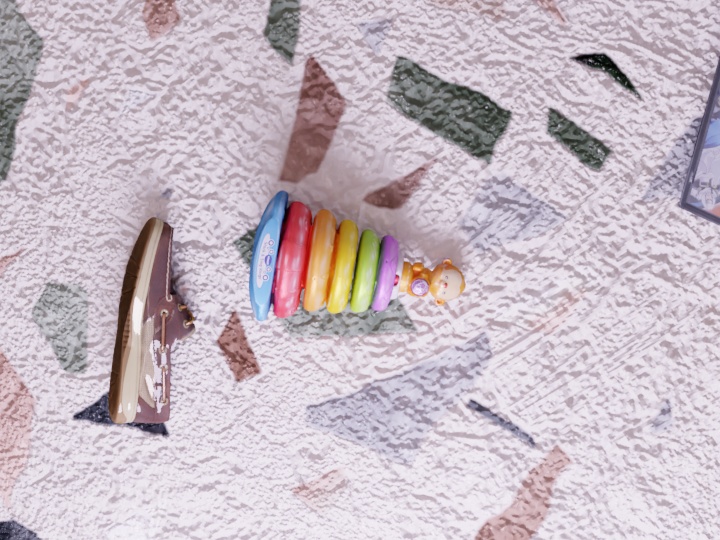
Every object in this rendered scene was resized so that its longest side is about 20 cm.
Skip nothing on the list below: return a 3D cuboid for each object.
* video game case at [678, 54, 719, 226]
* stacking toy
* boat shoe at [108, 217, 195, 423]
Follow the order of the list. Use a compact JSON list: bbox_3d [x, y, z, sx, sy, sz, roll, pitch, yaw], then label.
[{"bbox_3d":[0.369,-0.094,0.925,0.199,0.025,0.182,30,129,33],"label":"video game case"},{"bbox_3d":[0.000,0.000,1.054,0.198,0.110,0.117,10,98,-3],"label":"stacking toy"},{"bbox_3d":[-0.196,0.051,1.113,0.071,0.072,0.202,8,90,-22],"label":"boat shoe"}]
